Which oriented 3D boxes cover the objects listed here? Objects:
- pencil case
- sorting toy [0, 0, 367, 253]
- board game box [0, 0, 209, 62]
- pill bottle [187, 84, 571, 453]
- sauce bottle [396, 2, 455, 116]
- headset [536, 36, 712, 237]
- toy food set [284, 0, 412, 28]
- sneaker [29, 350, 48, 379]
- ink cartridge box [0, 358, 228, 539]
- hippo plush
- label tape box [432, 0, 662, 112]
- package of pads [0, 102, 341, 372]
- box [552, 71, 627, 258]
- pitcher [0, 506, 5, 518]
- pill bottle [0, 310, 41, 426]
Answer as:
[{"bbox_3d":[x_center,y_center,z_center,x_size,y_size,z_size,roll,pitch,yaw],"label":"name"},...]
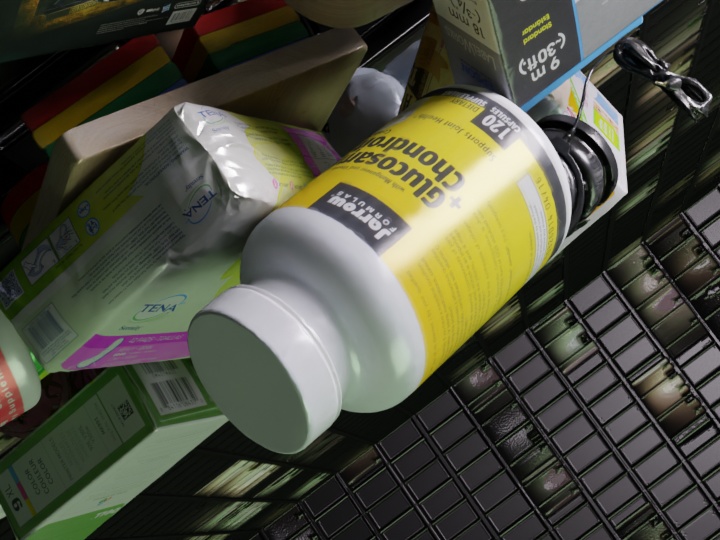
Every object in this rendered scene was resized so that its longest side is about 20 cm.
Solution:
[{"bbox_3d":[-0.212,0.083,1.057,0.085,0.084,0.200,-21,172,16],"label":"pencil case"},{"bbox_3d":[-0.120,-0.068,0.806,0.197,0.070,0.200,-27,165,-34],"label":"sorting toy"},{"bbox_3d":[-0.124,-0.148,0.605,0.199,0.028,0.135,-22,160,-46],"label":"board game box"},{"bbox_3d":[0.010,-0.001,0.690,0.200,0.112,0.112,-40,172,-34],"label":"pill bottle"},{"bbox_3d":[0.048,-0.075,0.828,0.066,0.065,0.203,-4,114,-67],"label":"sauce bottle"},{"bbox_3d":[0.123,-0.046,0.823,0.123,0.093,0.202,-34,155,-59],"label":"headset"},{"bbox_3d":[0.046,-0.229,0.738,0.199,0.060,0.144,-32,155,-25],"label":"toy food set"},{"bbox_3d":[-0.211,0.029,0.914,0.198,0.074,0.084,-21,138,-20],"label":"sneaker"},{"bbox_3d":[-0.192,0.136,0.974,0.199,0.060,0.103,-40,164,22],"label":"ink cartridge box"},{"bbox_3d":[0.034,-0.130,0.931,0.158,0.162,0.200,-14,-156,-16],"label":"hippo plush"},{"bbox_3d":[0.110,-0.160,0.726,0.144,0.063,0.201,-37,138,-14],"label":"label tape box"},{"bbox_3d":[-0.087,-0.016,0.764,0.154,0.069,0.200,-40,167,17],"label":"package of pads"},{"bbox_3d":[0.146,-0.103,1.133,0.101,0.112,0.201,-41,-168,23],"label":"box"},{"bbox_3d":[-0.376,0.226,1.096,0.200,0.121,0.171,-45,-175,-15],"label":"pitcher"},{"bbox_3d":[-0.290,0.077,0.774,0.199,0.109,0.109,-31,166,-21],"label":"pill bottle"}]
